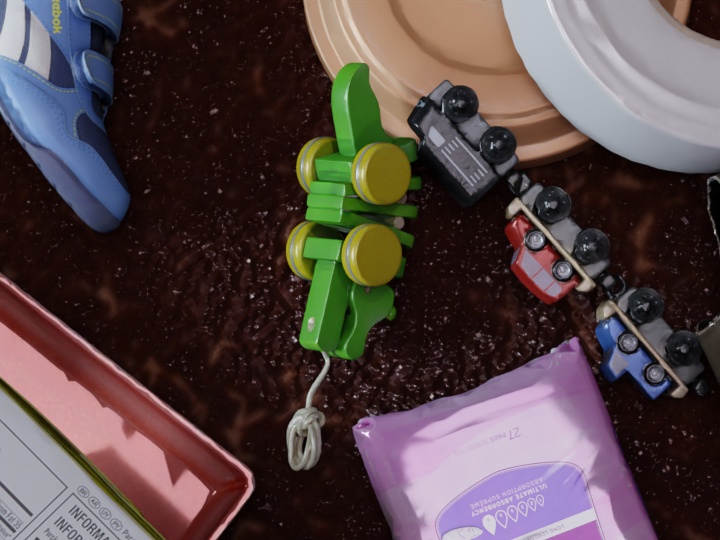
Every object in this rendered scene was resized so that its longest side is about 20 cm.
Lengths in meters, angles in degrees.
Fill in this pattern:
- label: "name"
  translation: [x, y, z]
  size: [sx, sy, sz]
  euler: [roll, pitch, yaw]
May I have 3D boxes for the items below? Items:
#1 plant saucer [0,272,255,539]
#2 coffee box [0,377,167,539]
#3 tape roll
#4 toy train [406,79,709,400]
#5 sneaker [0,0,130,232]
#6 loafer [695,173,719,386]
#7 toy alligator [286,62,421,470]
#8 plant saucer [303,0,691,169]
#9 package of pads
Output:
- label: "plant saucer"
  translation: [-0.184, 0.122, 1.283]
  size: [0.200, 0.037, 0.200]
  euler: [37, 84, 8]
- label: "coffee box"
  translation: [-0.162, 0.185, 1.135]
  size: [0.200, 0.200, 0.198]
  euler: [42, 79, 15]
- label: "tape roll"
  translation: [0.171, -0.151, 1.268]
  size: [0.201, 0.071, 0.204]
  euler: [2, 82, -11]
- label: "toy train"
  translation: [0.095, -0.008, 1.274]
  size: [0.046, 0.034, 0.200]
  euler: [-43, 90, -4]
- label: "sneaker"
  translation: [-0.152, -0.116, 1.305]
  size: [0.082, 0.074, 0.201]
  euler: [-24, 81, -3]
- label: "loafer"
  translation: [0.191, 0.041, 1.251]
  size: [0.071, 0.073, 0.201]
  euler: [4, 72, -15]
- label: "toy alligator"
  translation: [0.000, 0.000, 1.289]
  size: [0.054, 0.059, 0.201]
  euler: [7, 90, -37]
- label: "plant saucer"
  translation: [0.069, -0.152, 1.318]
  size: [0.199, 0.032, 0.202]
  euler: [0, 80, 3]
- label: "package of pads"
  translation: [0.084, 0.145, 1.243]
  size: [0.120, 0.076, 0.201]
  euler: [-21, 79, 2]
